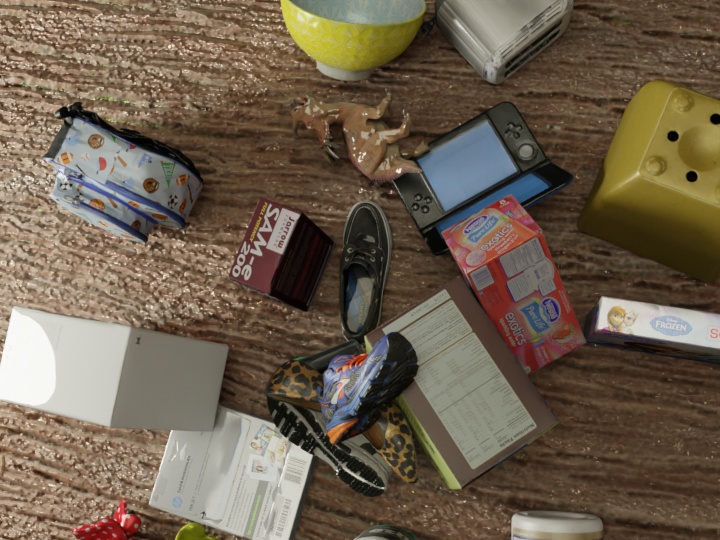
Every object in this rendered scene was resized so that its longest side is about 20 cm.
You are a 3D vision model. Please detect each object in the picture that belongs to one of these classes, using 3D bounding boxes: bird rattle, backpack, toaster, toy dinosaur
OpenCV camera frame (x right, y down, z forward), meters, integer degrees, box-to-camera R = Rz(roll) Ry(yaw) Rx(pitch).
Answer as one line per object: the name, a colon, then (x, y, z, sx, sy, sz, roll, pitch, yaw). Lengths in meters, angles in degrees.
bird rattle: (-0.285, 0.403, 1.170, 0.199, 0.113, 0.164, 4, 98, 13)
backpack: (-0.317, -0.123, 1.217, 0.190, 0.200, 0.155, 17, 89, 5)
toaster: (0.191, -0.345, 1.200, 0.200, 0.114, 0.129, -38, 79, 0)
toy dinosaur: (0.006, -0.172, 1.208, 0.135, 0.086, 0.200, -39, 68, 2)

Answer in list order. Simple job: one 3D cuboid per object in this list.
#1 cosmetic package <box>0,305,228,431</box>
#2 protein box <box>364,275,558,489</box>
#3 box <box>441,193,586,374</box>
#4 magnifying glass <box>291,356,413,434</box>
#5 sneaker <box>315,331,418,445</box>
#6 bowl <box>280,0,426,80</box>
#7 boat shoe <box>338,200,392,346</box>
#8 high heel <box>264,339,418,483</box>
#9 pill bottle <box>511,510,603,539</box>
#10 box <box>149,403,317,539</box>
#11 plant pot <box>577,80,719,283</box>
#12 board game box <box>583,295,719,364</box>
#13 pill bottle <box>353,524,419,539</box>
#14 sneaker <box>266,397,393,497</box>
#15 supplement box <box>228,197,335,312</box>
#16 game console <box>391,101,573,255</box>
cosmetic package: (-0.312, 0.129, 1.138, 0.199, 0.199, 0.124, 5, 82, 28)
protein box: (0.115, 0.144, 1.083, 0.135, 0.199, 0.200, -32, 77, -6)
box: (0.190, 0.021, 1.092, 0.102, 0.200, 0.095, -29, 37, 4)
magnifying glass: (-0.020, 0.177, 1.200, 0.199, 0.022, 0.080, 20, 85, 14)
sneaker: (-0.005, 0.121, 0.981, 0.075, 0.200, 0.079, -19, 67, -37)
bowl: (-0.016, -0.327, 1.222, 0.199, 0.200, 0.108, 19, 127, 12)
boat shoe: (0.000, 0.000, 1.199, 0.070, 0.066, 0.201, 6, 82, 10)
high heel: (-0.023, 0.190, 1.081, 0.142, 0.071, 0.200, -19, 69, -32)
pill bottle: (0.238, 0.398, 1.074, 0.110, 0.111, 0.201, 0, 81, 9)
box: (-0.167, 0.269, 1.198, 0.199, 0.041, 0.157, 15, 83, 10)
plant pot: (0.396, -0.121, 1.086, 0.194, 0.200, 0.196, 24, 86, 12)
board game box: (0.374, 0.076, 1.058, 0.199, 0.200, 0.041, 8, 83, 11)
pill bottle: (0.021, 0.373, 1.068, 0.113, 0.200, 0.114, -1, 81, 9)
sneaker: (-0.035, 0.203, 1.154, 0.200, 0.080, 0.074, 41, 133, 2)
supplement box: (-0.097, -0.015, 1.149, 0.061, 0.200, 0.109, 20, 84, 12)
game console: (0.151, -0.125, 1.166, 0.199, 0.118, 0.171, -29, 76, 3)
